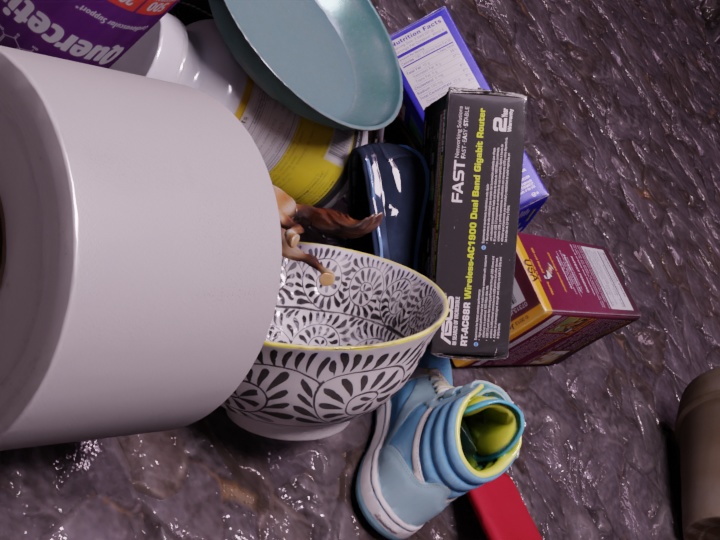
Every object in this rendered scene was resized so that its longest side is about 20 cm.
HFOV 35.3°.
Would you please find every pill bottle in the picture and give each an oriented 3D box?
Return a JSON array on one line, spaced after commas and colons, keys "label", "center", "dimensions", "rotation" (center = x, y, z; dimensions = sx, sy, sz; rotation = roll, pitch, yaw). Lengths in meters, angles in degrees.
[{"label": "pill bottle", "center": [-0.190, -0.172, 0.699], "dimensions": [0.112, 0.200, 0.113], "rotation": [34, 38, -31]}, {"label": "pill bottle", "center": [-0.097, -0.122, 0.866], "dimensions": [0.200, 0.112, 0.112], "rotation": [24, 44, -41]}]

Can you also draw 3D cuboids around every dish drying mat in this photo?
[{"label": "dish drying mat", "center": [0.123, 0.219, 0.883], "dimensions": [0.077, 0.018, 0.200], "rotation": [35, 17, -30]}]

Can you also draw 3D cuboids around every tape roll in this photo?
[{"label": "tape roll", "center": [-0.160, -0.010, 0.594], "dimensions": [0.139, 0.203, 0.203], "rotation": [3, 59, -53]}]

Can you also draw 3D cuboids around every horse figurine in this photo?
[{"label": "horse figurine", "center": [-0.091, -0.036, 0.779], "dimensions": [0.199, 0.050, 0.133], "rotation": [4, 22, -21]}]

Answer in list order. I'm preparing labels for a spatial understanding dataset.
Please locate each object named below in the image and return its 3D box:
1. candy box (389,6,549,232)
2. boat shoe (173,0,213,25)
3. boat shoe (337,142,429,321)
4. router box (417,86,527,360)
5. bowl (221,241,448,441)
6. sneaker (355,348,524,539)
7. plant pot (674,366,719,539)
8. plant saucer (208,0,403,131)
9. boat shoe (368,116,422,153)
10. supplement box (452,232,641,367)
[{"label": "candy box", "center": [0.090, -0.124, 1.082], "dimensions": [0.200, 0.077, 0.169], "rotation": [63, -4, 8]}, {"label": "boat shoe", "center": [-0.082, -0.174, 0.976], "dimensions": [0.200, 0.076, 0.060], "rotation": [32, 77, -10]}, {"label": "boat shoe", "center": [0.000, 0.000, 0.883], "dimensions": [0.069, 0.084, 0.201], "rotation": [7, 85, -34]}, {"label": "router box", "center": [0.082, -0.038, 0.897], "dimensions": [0.150, 0.062, 0.201], "rotation": [-127, -140, -85]}, {"label": "bowl", "center": [-0.045, 0.054, 0.763], "dimensions": [0.201, 0.200, 0.094], "rotation": [-25, 126, -58]}, {"label": "sneaker", "center": [0.075, 0.108, 0.874], "dimensions": [0.080, 0.130, 0.200], "rotation": [42, 33, -20]}, {"label": "plant pot", "center": [0.424, 0.230, 1.211], "dimensions": [0.200, 0.200, 0.174], "rotation": [45, 50, -18]}, {"label": "plant saucer", "center": [-0.048, -0.183, 0.845], "dimensions": [0.200, 0.036, 0.200], "rotation": [34, 39, -34]}, {"label": "boat shoe", "center": [0.043, -0.054, 1.022], "dimensions": [0.072, 0.065, 0.200], "rotation": [-5, 58, -22]}, {"label": "supplement box", "center": [0.168, 0.031, 1.089], "dimensions": [0.200, 0.110, 0.086], "rotation": [5, 57, -52]}]
